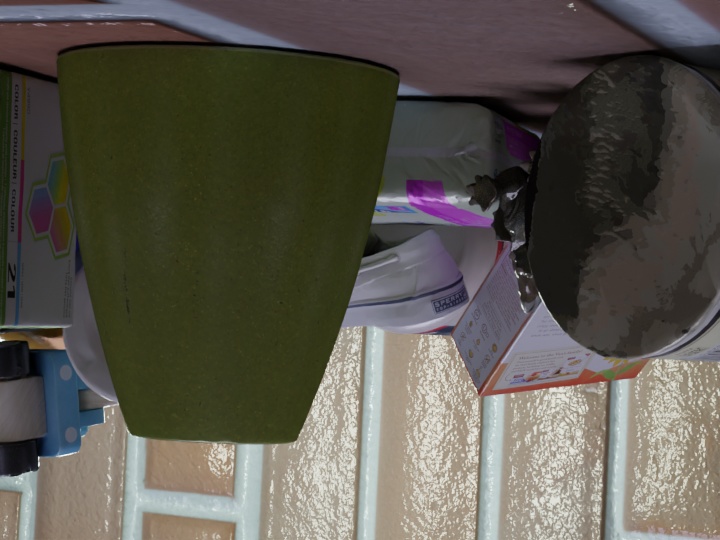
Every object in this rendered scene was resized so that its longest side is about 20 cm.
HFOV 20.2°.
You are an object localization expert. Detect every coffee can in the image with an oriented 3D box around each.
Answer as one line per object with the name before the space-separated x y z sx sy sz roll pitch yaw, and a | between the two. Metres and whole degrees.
coffee can | 0.204 -0.025 1.023 0.199 0.147 0.146 5 178 -38

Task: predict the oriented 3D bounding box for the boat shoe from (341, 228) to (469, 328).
boat shoe | 0.000 0.000 1.391 0.073 0.066 0.199 -27 -167 -37

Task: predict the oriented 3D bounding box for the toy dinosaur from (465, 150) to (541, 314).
toy dinosaur | 0.124 -0.056 1.148 0.077 0.200 0.102 44 -147 6

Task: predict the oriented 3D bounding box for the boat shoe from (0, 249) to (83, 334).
boat shoe | -0.252 0.019 1.513 0.199 0.070 0.066 -17 139 37

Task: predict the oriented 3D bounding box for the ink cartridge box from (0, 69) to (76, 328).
ink cartridge box | -0.204 -0.039 1.235 0.075 0.149 0.200 1 179 19

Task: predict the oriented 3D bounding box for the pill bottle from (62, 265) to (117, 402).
pill bottle | -0.118 0.039 1.476 0.112 0.114 0.200 2 180 27

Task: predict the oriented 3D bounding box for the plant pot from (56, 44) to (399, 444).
plant pot | -0.077 -0.009 1.097 0.186 0.201 0.187 3 179 0

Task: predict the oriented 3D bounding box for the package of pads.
package of pads | 0.006 -0.067 1.280 0.199 0.069 0.154 2 177 18

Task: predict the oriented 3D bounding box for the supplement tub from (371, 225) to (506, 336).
supplement tub | 0.070 -0.020 1.540 0.140 0.141 0.200 2 178 26

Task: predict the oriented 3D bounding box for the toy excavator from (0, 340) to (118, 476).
toy excavator | -0.220 0.097 1.593 0.194 0.101 0.199 -2 -175 42

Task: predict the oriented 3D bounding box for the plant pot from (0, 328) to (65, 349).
plant pot | -0.268 -0.021 1.663 0.199 0.201 0.183 2 162 41

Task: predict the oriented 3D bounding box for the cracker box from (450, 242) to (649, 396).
cracker box | 0.159 -0.003 1.309 0.133 0.058 0.200 -4 144 -30

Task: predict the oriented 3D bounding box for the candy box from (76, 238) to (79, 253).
candy box | -0.318 -0.048 1.441 0.199 0.077 0.169 -1 151 46
